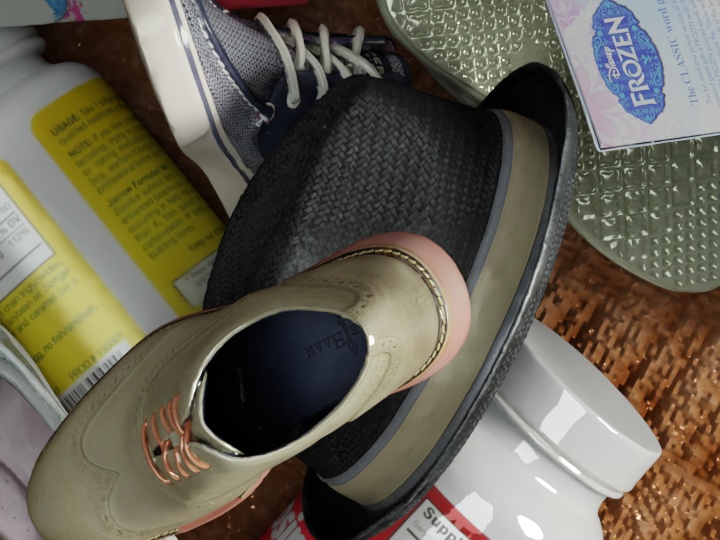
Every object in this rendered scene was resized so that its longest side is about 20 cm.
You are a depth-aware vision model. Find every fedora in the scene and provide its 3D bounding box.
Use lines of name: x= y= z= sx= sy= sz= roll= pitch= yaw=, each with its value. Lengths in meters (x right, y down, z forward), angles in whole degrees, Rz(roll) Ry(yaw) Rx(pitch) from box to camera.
fedora: x=0.000 y=0.000 z=1.132 sx=0.091 sy=0.201 sz=0.201 roll=24 pitch=100 yaw=-16

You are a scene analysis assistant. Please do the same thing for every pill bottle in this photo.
pill bottle: x=0.026 y=0.118 z=1.225 sx=0.112 sy=0.112 sz=0.200 roll=43 pitch=100 yaw=3
pill bottle: x=-0.123 y=-0.012 z=1.235 sx=0.114 sy=0.114 sz=0.200 roll=-39 pitch=89 yaw=11

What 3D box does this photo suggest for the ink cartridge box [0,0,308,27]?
ink cartridge box: x=-0.124 y=-0.179 z=1.185 sx=0.199 sy=0.083 sz=0.147 roll=-5 pitch=66 yaw=-3

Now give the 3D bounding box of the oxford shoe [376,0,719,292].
oxford shoe: x=0.085 y=-0.070 z=1.228 sx=0.200 sy=0.058 sz=0.075 roll=41 pitch=94 yaw=-12

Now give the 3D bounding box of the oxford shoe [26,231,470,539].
oxford shoe: x=-0.056 y=0.048 z=1.061 sx=0.200 sy=0.074 sz=0.071 roll=-35 pitch=86 yaw=29

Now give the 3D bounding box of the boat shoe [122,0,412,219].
boat shoe: x=-0.030 y=-0.079 z=1.182 sx=0.092 sy=0.200 sz=0.075 roll=-22 pitch=68 yaw=3

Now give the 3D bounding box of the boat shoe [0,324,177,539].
boat shoe: x=-0.144 y=0.071 z=1.156 sx=0.074 sy=0.065 sz=0.202 roll=-43 pitch=90 yaw=-5

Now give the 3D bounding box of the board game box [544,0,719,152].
board game box: x=0.145 y=-0.146 z=1.032 sx=0.198 sy=0.041 sz=0.201 roll=-6 pitch=120 yaw=28
